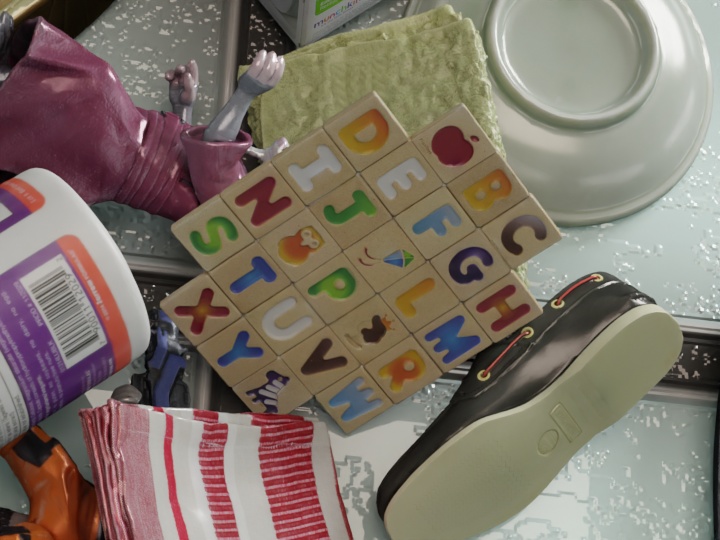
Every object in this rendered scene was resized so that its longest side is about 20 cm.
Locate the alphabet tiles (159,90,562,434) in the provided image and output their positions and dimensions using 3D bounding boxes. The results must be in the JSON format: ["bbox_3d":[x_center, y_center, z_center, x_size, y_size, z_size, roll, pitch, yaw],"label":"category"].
[{"bbox_3d":[0.000,0.000,1.166,0.199,0.006,0.167,-33,117,13],"label":"alphabet tiles"}]

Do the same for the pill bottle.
[{"bbox_3d":[-0.213,0.045,1.063,0.199,0.112,0.112,-33,79,-20],"label":"pill bottle"}]

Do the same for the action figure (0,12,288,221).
[{"bbox_3d":[-0.117,-0.057,1.170,0.199,0.134,0.150,23,81,-8],"label":"action figure"}]

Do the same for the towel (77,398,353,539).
[{"bbox_3d":[-0.059,0.140,1.110,0.199,0.023,0.145,10,60,-56],"label":"towel"}]

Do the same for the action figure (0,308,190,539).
[{"bbox_3d":[-0.144,0.112,1.155,0.192,0.105,0.201,16,43,-12],"label":"action figure"}]

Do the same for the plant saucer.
[{"bbox_3d":[0.123,-0.128,1.298,0.198,0.050,0.202,4,69,-10],"label":"plant saucer"}]

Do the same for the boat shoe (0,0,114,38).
[{"bbox_3d":[-0.167,-0.189,1.257,0.066,0.074,0.200,40,58,9],"label":"boat shoe"}]

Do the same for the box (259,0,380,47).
[{"bbox_3d":[0.021,-0.253,1.249,0.199,0.177,0.097,-34,68,-19],"label":"box"}]

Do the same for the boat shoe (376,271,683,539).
[{"bbox_3d":[0.087,0.079,1.212,0.201,0.074,0.063,-39,42,-10],"label":"boat shoe"}]

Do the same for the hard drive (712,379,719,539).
[{"bbox_3d":[0.264,0.111,1.242,0.134,0.042,0.202,9,69,-7],"label":"hard drive"}]

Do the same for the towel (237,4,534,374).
[{"bbox_3d":[0.016,-0.048,1.238,0.147,0.037,0.201,-15,70,5],"label":"towel"}]
